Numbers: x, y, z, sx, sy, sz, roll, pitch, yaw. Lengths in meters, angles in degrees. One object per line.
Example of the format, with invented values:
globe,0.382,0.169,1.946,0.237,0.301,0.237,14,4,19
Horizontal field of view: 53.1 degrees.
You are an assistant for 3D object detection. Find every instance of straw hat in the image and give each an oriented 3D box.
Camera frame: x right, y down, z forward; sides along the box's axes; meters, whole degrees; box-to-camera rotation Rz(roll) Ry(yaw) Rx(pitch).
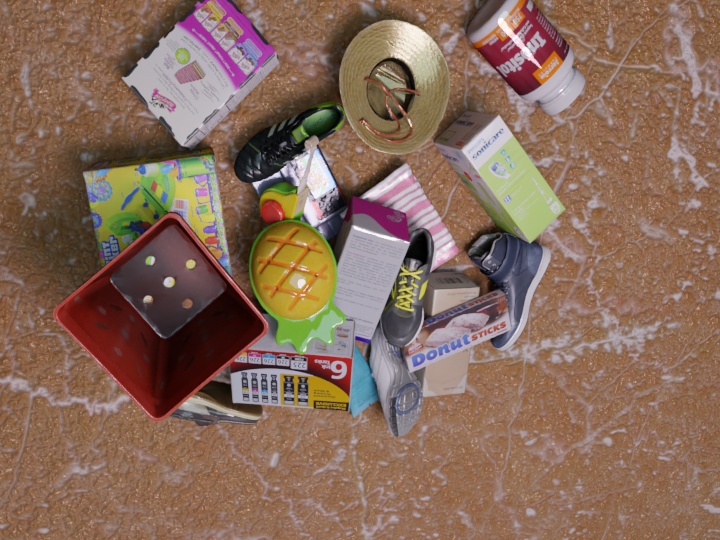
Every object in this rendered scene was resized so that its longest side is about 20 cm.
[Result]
straw hat,0.043,-0.287,1.160,0.196,0.085,0.207,-1,93,-15

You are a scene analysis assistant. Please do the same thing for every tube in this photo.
tube,-0.022,0.165,1.279,0.076,0.050,0.203,-30,113,-8

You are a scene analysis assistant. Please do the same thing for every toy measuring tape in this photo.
toy measuring tape,-0.116,-0.130,1.116,0.072,0.075,0.203,6,131,-15

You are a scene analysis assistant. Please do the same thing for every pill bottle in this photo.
pill bottle,0.277,-0.357,1.187,0.199,0.113,0.114,40,92,-19

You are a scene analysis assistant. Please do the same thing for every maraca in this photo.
maraca,-0.096,0.023,1.101,0.134,0.107,0.205,-18,86,-3

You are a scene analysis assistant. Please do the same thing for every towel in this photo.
towel,0.072,-0.064,1.237,0.145,0.030,0.201,-38,119,-3

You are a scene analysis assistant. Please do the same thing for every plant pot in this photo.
plant pot,-0.265,0.040,0.991,0.199,0.176,0.201,-38,110,0

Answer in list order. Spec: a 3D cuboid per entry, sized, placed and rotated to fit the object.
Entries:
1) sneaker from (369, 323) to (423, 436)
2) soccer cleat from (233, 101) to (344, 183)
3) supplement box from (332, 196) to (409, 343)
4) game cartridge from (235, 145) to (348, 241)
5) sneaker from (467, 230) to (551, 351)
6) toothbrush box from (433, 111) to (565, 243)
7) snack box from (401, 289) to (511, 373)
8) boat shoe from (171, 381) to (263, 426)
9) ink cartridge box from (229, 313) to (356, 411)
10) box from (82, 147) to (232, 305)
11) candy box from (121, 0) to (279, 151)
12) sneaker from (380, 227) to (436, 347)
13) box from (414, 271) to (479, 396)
sneaker,0.057,0.187,1.267,0.073,0.086,0.206,-3,87,-33
soccer cleat,-0.111,-0.203,1.115,0.197,0.081,0.068,-33,101,-4
supplement box,0.000,0.000,1.175,0.101,0.102,0.203,14,121,-9
game cartridge,-0.103,-0.134,1.191,0.128,0.038,0.203,-29,108,-1
sneaker,0.240,0.031,1.283,0.143,0.077,0.207,18,95,-27
toothbrush box,0.230,-0.160,1.207,0.086,0.146,0.201,-40,110,0
snack box,0.160,0.101,1.216,0.196,0.024,0.073,-21,115,-11
boat shoe,-0.265,0.229,1.226,0.196,0.074,0.066,19,110,-14
ink cartridge box,-0.109,0.165,1.182,0.194,0.085,0.179,4,131,0
box,-0.304,-0.071,1.109,0.187,0.122,0.206,-9,106,-12
candy box,-0.237,-0.301,1.084,0.200,0.061,0.137,-43,91,-1
sneaker,0.074,0.021,1.169,0.072,0.085,0.205,10,69,11
box,0.143,0.112,1.274,0.092,0.078,0.205,-4,111,-19
